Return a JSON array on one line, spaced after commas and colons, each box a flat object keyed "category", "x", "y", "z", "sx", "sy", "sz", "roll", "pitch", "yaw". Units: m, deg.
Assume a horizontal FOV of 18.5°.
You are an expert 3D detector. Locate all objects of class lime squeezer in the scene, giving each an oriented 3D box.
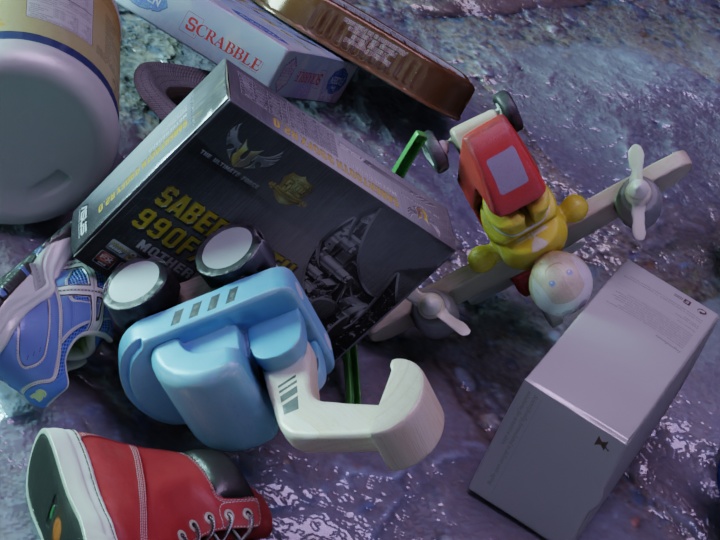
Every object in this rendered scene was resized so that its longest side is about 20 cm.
[{"category": "lime squeezer", "x": 0.000, "y": 0.000, "z": 1.526, "sx": 0.038, "sy": 0.201, "sz": 0.071, "roll": 15, "pitch": -6, "yaw": -12}]

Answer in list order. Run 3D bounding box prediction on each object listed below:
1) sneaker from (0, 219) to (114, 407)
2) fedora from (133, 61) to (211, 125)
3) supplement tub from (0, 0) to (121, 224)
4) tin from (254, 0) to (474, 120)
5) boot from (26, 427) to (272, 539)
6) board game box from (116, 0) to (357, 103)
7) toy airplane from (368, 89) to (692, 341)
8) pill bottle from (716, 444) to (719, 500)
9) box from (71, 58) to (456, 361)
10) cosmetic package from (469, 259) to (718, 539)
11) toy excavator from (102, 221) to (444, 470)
[{"category": "sneaker", "x": -0.195, "y": 0.022, "z": 1.439, "sx": 0.077, "sy": 0.076, "sz": 0.200, "roll": 48, "pitch": 33, "yaw": -8}, {"category": "fedora", "x": -0.085, "y": -0.067, "z": 1.577, "sx": 0.200, "sy": 0.091, "sz": 0.176, "roll": 34, "pitch": 19, "yaw": 36}, {"category": "supplement tub", "x": -0.240, "y": -0.143, "z": 1.553, "sx": 0.144, "sy": 0.145, "sz": 0.200, "roll": 13, "pitch": 35, "yaw": -16}, {"category": "tin", "x": 0.004, "y": -0.187, "z": 1.807, "sx": 0.199, "sy": 0.042, "sz": 0.112, "roll": 30, "pitch": 13, "yaw": -8}, {"category": "boot", "x": -0.107, "y": 0.169, "z": 1.282, "sx": 0.144, "sy": 0.073, "sz": 0.200, "roll": 9, "pitch": 33, "yaw": -24}, {"category": "board game box", "x": -0.117, "y": -0.200, "z": 1.729, "sx": 0.200, "sy": 0.041, "sz": 0.199, "roll": 32, "pitch": 10, "yaw": 12}, {"category": "toy airplane", "x": 0.120, "y": -0.014, "z": 1.565, "sx": 0.198, "sy": 0.200, "sz": 0.141, "roll": 5, "pitch": 39, "yaw": -36}, {"category": "pill bottle", "x": 0.301, "y": 0.157, "z": 1.509, "sx": 0.112, "sy": 0.113, "sz": 0.200, "roll": 17, "pitch": 34, "yaw": -11}, {"category": "box", "x": -0.062, "y": -0.025, "z": 1.435, "sx": 0.200, "sy": 0.158, "sz": 0.048, "roll": 33, "pitch": 29, "yaw": -30}, {"category": "cosmetic package", "x": 0.164, "y": 0.089, "z": 1.521, "sx": 0.085, "sy": 0.108, "sz": 0.200, "roll": 33, "pitch": 33, "yaw": 12}, {"category": "toy excavator", "x": -0.053, "y": 0.067, "z": 1.349, "sx": 0.194, "sy": 0.100, "sz": 0.200, "roll": -21, "pitch": 41, "yaw": 8}]
